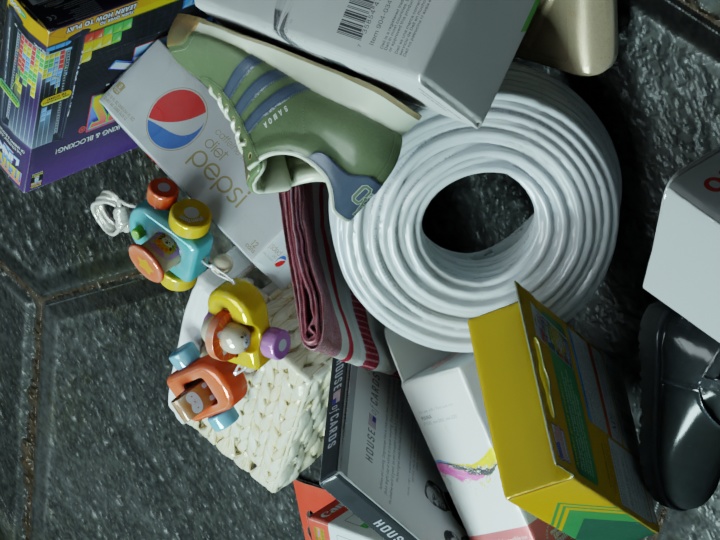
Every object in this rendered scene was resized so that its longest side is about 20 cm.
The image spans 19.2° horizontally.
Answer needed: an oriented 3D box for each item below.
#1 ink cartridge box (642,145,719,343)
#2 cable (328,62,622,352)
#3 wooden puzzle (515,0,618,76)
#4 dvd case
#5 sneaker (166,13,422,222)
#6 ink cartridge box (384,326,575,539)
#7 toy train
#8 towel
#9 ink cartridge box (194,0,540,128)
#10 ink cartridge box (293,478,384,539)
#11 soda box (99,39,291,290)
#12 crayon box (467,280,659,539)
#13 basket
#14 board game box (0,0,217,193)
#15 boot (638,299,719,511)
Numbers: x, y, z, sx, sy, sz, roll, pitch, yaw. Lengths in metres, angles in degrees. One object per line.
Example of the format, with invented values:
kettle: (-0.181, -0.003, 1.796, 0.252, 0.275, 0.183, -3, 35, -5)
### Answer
ink cartridge box: (0.285, 0.003, 1.218, 0.200, 0.146, 0.086, 37, 139, 31)
cable: (0.078, -0.042, 1.414, 0.069, 0.198, 0.201, -100, 20, -64)
wooden puzzle: (0.087, -0.236, 1.395, 0.199, 0.046, 0.187, 19, 127, 38)
dvd case: (0.048, 0.152, 1.542, 0.025, 0.151, 0.200, -33, 120, 28)
sneaker: (-0.060, -0.095, 1.362, 0.199, 0.067, 0.090, 25, 90, 32)
ink cartridge box: (0.108, 0.105, 1.521, 0.067, 0.116, 0.201, -19, 98, 49)
toy train: (-0.134, 0.033, 1.553, 0.150, 0.056, 0.201, -15, 109, 47)
towel: (0.000, 0.000, 1.512, 0.023, 0.200, 0.145, -15, 74, 22)
ink cartridge box: (0.012, -0.194, 1.344, 0.199, 0.084, 0.146, 24, 86, 37)
ink cartridge box: (0.003, 0.252, 1.801, 0.199, 0.050, 0.110, 13, 122, 45)
soda box: (-0.105, -0.079, 1.575, 0.200, 0.068, 0.064, 45, 179, 30)
crayon box: (0.129, 0.099, 1.394, 0.051, 0.200, 0.127, -20, 64, 19)
basket: (-0.056, 0.061, 1.667, 0.123, 0.135, 0.200, 41, 148, 14)
board game box: (-0.183, -0.165, 1.632, 0.057, 0.199, 0.166, 44, 141, 26)
boot: (0.278, 0.111, 1.376, 0.199, 0.066, 0.166, 15, 131, 36)
